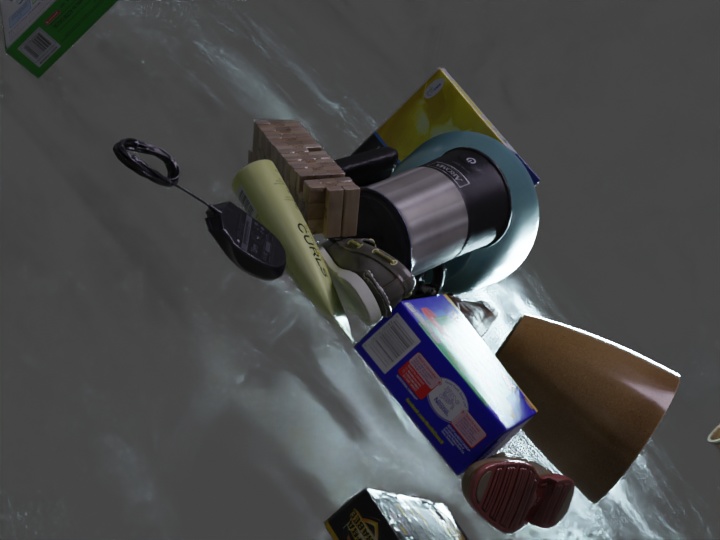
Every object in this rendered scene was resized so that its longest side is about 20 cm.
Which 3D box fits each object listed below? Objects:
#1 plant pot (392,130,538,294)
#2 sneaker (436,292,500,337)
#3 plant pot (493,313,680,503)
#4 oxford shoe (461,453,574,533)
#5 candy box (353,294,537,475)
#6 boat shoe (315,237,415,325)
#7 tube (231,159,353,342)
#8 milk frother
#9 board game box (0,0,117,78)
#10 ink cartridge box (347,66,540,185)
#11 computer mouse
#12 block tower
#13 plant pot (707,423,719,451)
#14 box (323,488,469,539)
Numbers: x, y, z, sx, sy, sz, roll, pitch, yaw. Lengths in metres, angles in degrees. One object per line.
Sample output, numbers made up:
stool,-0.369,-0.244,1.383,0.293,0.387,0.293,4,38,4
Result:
plant pot,0.106,-0.060,1.945,0.201,0.200,0.161,49,24,4
sneaker,0.118,0.054,1.908,0.076,0.070,0.200,47,12,1
plant pot,0.255,0.146,1.910,0.199,0.187,0.186,36,12,3
oxford shoe,0.141,0.216,1.569,0.074,0.071,0.199,25,-1,33
candy box,0.094,0.114,1.636,0.170,0.077,0.200,51,11,9
boat shoe,0.001,0.003,1.588,0.073,0.060,0.202,62,-8,-18
tube,-0.062,-0.019,1.572,0.058,0.052,0.201,-9,59,-42
milk frother,0.044,-0.025,1.748,0.179,0.203,0.187,19,28,37
board game box,-0.261,-0.280,1.422,0.040,0.153,0.201,40,15,-34
ink cartridge box,0.103,-0.130,2.107,0.201,0.198,0.047,50,16,11
computer mouse,-0.148,-0.053,1.433,0.199,0.034,0.059,38,32,-21
block tower,-0.063,-0.102,1.670,0.053,0.059,0.200,-5,27,-23
plant pot,0.835,0.371,3.164,0.200,0.199,0.200,57,13,1
box,0.072,0.262,1.193,0.201,0.049,0.159,55,11,25
